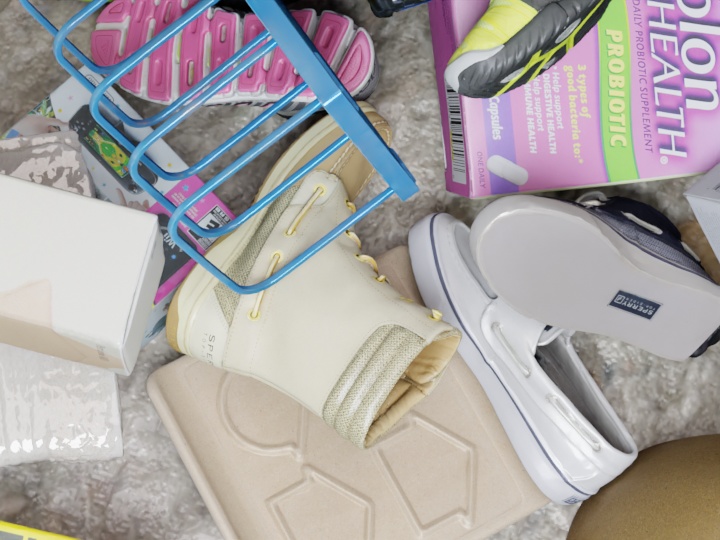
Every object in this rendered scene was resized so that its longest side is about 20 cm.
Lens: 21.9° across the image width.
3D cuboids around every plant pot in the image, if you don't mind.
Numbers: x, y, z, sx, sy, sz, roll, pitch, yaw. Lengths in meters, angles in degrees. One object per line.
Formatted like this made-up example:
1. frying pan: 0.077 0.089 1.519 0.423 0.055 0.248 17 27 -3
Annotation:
1. plant pot: 0.223 0.168 1.061 0.185 0.200 0.187 1 73 -4

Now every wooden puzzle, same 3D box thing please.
1. wooden puzzle: -0.007 0.105 1.140 0.199 0.046 0.186 -26 78 -17

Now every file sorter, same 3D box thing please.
1. file sorter: -0.084 -0.105 1.051 0.123 0.139 0.200 -38 63 4

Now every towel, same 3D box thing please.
1. towel: -0.213 0.019 1.084 0.132 0.034 0.201 -7 76 -5

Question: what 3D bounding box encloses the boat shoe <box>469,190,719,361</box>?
1. boat shoe: 0.134 -0.013 1.127 0.200 0.075 0.093 26 26 -34

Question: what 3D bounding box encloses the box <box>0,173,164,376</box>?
1. box: -0.214 -0.010 1.027 0.199 0.095 0.078 15 76 1

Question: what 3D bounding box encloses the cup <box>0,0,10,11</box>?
1. cup: -0.305 -0.253 1.161 0.199 0.143 0.201 1 73 -5

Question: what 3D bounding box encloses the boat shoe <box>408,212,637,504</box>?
1. boat shoe: 0.101 0.043 1.137 0.066 0.072 0.201 -36 72 31

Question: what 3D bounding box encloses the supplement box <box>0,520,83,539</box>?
1. supplement box: -0.204 0.204 1.056 0.199 0.110 0.109 13 73 -2

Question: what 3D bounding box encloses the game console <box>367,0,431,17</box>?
1. game console: 0.008 -0.259 1.051 0.170 0.118 0.201 -17 60 14

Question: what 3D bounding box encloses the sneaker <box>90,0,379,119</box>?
1. sneaker: -0.075 -0.133 1.189 0.199 0.087 0.074 6 86 20

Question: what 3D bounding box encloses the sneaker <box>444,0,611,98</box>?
1. sneaker: 0.117 -0.181 1.082 0.076 0.075 0.200 44 83 7

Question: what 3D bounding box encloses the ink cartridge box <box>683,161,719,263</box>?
1. ink cartridge box: 0.321 -0.015 1.133 0.175 0.084 0.200 -38 116 -15

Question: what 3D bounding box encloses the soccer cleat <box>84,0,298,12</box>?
1. soccer cleat: -0.113 -0.205 1.196 0.199 0.081 0.068 -1 74 -6

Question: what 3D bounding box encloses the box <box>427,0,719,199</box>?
1. box: 0.148 -0.143 1.165 0.199 0.097 0.177 -6 96 -6

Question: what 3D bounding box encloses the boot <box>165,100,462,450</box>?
1. boot: 0.000 0.000 1.106 0.155 0.073 0.200 27 61 22

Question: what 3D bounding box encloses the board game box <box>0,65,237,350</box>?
1. board game box: -0.191 -0.004 1.142 0.200 0.064 0.148 -43 82 -14
